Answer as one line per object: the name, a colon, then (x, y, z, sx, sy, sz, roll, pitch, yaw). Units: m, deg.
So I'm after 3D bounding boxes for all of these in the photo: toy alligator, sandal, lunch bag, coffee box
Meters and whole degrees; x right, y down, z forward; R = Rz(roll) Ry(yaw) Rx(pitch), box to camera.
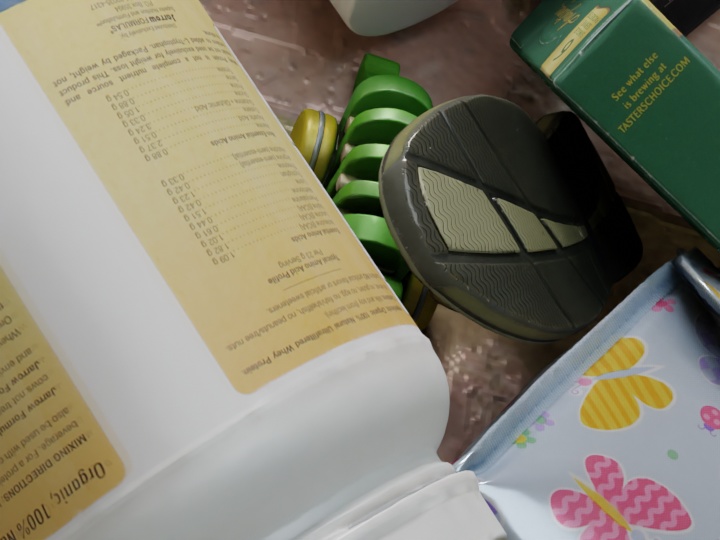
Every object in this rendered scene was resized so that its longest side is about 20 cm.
toy alligator: (0.000, 0.000, 0.793, 0.059, 0.054, 0.201, 16, 59, -11)
sandal: (0.046, -0.011, 0.774, 0.080, 0.057, 0.201, 70, 18, 5)
lunch bag: (0.116, 0.092, 0.748, 0.170, 0.127, 0.200, 48, 47, 8)
coffee box: (0.140, -0.020, 0.796, 0.200, 0.123, 0.044, 43, 98, -9)

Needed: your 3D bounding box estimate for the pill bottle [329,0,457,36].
pill bottle: (-0.020, -0.190, 0.854, 0.112, 0.112, 0.201, -24, 74, -29)

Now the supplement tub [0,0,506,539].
supplement tub: (-0.067, 0.020, 0.610, 0.144, 0.145, 0.201, -27, 78, -30)

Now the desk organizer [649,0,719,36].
desk organizer: (0.150, -0.172, 0.903, 0.200, 0.072, 0.077, -40, 71, -19)
